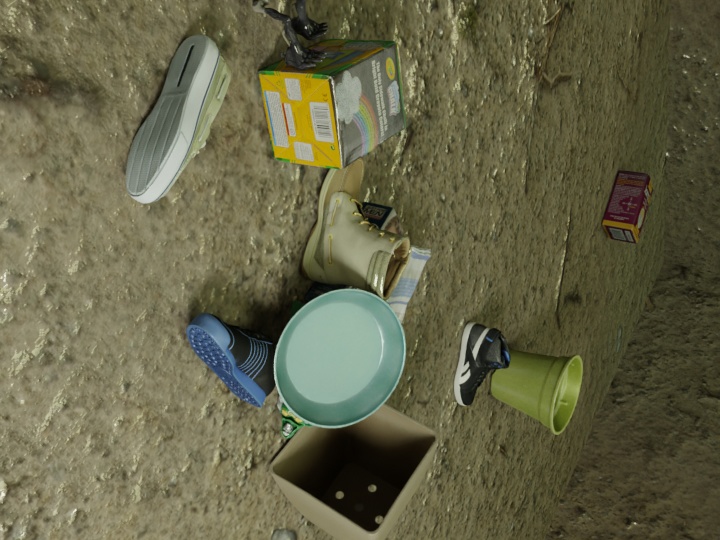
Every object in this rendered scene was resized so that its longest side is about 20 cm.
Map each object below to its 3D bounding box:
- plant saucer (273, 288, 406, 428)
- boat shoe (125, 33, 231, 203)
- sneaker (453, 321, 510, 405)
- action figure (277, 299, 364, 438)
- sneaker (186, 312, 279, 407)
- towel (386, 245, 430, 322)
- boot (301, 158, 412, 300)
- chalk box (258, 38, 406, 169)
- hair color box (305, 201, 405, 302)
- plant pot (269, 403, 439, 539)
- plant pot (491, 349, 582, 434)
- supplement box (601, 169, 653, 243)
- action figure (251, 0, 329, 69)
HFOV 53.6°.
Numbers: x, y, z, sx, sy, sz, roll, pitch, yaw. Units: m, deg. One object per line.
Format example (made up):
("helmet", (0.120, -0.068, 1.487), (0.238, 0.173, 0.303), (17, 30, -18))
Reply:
("plant saucer", (-0.031, 0.120, 1.002), (0.198, 0.036, 0.203), (-6, 105, -22))
("boat shoe", (-0.191, -0.160, 0.782), (0.062, 0.071, 0.202), (37, 68, -52))
("sneaker", (0.277, 0.225, 1.601), (0.073, 0.111, 0.203), (-19, 118, -51))
("action figure", (-0.080, 0.160, 1.059), (0.055, 0.117, 0.202), (-19, 129, -67))
("sneaker", (-0.160, 0.102, 0.940), (0.078, 0.069, 0.201), (-60, 151, -27))
("towel", (0.065, 0.050, 1.231), (0.202, 0.024, 0.147), (-67, 164, 5))
("boot", (0.008, -0.067, 1.040), (0.072, 0.153, 0.202), (21, 85, -57))
("chalk box", (-0.021, -0.236, 0.963), (0.200, 0.123, 0.126), (-40, 132, -43))
("hair color box", (0.000, 0.000, 1.142), (0.201, 0.060, 0.100), (-60, 145, -24))
("plant pot", (-0.005, 0.343, 1.166), (0.200, 0.198, 0.178), (-47, 149, -35))
("plant pot", (0.438, 0.286, 1.802), (0.200, 0.183, 0.203), (-26, 124, -48))
("supplement box", (0.885, -0.210, 2.357), (0.131, 0.102, 0.202), (33, 74, -55))
("action figure", (-0.100, -0.337, 0.816), (0.200, 0.101, 0.120), (50, 44, -44))
